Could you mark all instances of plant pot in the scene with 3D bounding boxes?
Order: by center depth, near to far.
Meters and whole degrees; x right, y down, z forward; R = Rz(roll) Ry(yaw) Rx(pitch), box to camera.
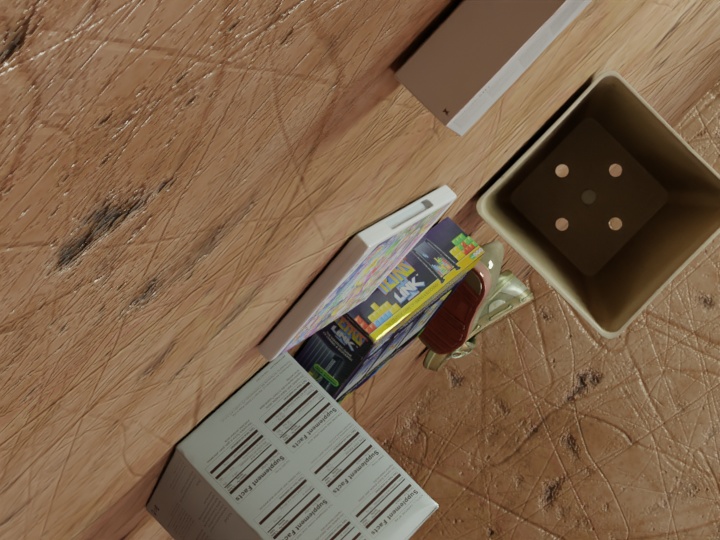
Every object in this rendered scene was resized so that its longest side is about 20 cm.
[{"bbox_3d":[0.251,-0.072,2.052,0.200,0.200,0.177,-46,-176,2],"label":"plant pot"}]

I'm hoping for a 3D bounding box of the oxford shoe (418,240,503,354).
[{"bbox_3d":[0.128,0.036,2.378,0.074,0.071,0.200,-43,173,-36],"label":"oxford shoe"}]

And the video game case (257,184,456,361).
[{"bbox_3d":[0.000,0.000,1.668,0.143,0.018,0.200,-48,172,27],"label":"video game case"}]

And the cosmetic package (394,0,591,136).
[{"bbox_3d":[0.109,-0.173,1.191,0.200,0.051,0.083,-46,175,6],"label":"cosmetic package"}]

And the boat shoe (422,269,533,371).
[{"bbox_3d":[0.175,0.088,2.943,0.201,0.063,0.073,-47,172,12],"label":"boat shoe"}]

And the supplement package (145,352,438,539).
[{"bbox_3d":[-0.067,0.218,1.781,0.147,0.200,0.191,-41,172,-26],"label":"supplement package"}]

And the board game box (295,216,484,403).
[{"bbox_3d":[0.015,0.053,1.894,0.200,0.057,0.165,-37,167,-46],"label":"board game box"}]
